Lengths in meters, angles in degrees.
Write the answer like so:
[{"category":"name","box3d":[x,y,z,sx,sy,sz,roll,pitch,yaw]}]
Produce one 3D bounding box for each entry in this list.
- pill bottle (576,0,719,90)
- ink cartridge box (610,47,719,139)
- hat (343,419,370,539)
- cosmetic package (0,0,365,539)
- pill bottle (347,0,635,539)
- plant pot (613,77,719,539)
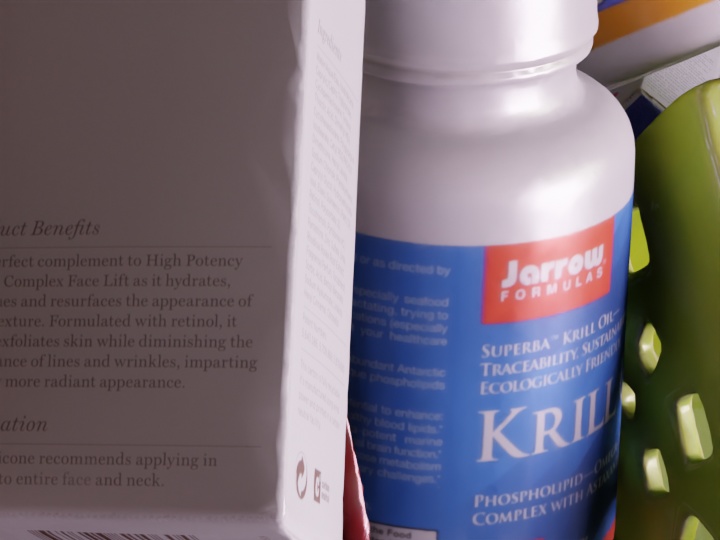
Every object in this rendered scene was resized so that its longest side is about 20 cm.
[{"category":"pill bottle","box3d":[0.079,-0.167,0.920,0.112,0.112,0.201,-22,90,-77]},{"category":"ink cartridge box","box3d":[0.070,-0.030,1.157,0.043,0.196,0.200,41,23,-8]},{"category":"hat","box3d":[0.021,0.104,0.775,0.200,0.176,0.166,38,0,-32]},{"category":"cosmetic package","box3d":[-0.054,-0.028,0.725,0.074,0.101,0.201,50,42,-72]},{"category":"pill bottle","box3d":[0.026,-0.001,0.844,0.112,0.111,0.201,-65,157,-64]},{"category":"plant pot","box3d":[0.164,0.055,0.925,0.181,0.199,0.200,-40,-118,54]}]
